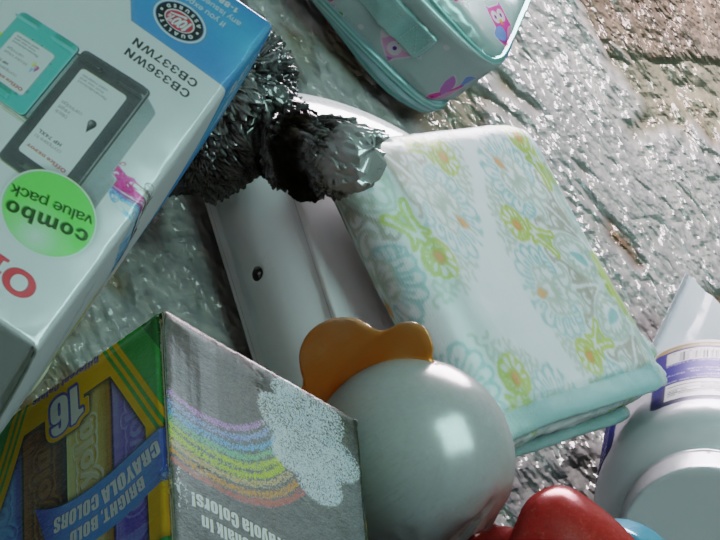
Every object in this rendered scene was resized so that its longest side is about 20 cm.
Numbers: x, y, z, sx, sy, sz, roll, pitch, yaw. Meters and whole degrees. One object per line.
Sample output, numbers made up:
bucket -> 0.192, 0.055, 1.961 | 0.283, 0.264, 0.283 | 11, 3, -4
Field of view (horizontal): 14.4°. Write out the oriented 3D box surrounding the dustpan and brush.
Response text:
dustpan and brush -> 0.237, 0.113, 1.734 | 0.200, 0.057, 0.140 | 44, 33, -6

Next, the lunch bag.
lunch bag -> 0.010, -0.198, 1.685 | 0.200, 0.077, 0.161 | 46, 33, -15

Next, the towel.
towel -> 0.069, 0.009, 1.462 | 0.171, 0.048, 0.200 | 60, 28, 11

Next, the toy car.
toy car -> 0.021, 0.119, 1.298 | 0.200, 0.177, 0.184 | 58, 21, 9

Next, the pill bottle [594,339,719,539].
pill bottle -> 0.187, 0.118, 1.536 | 0.120, 0.120, 0.200 | 51, 15, -6

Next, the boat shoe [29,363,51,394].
boat shoe -> -0.165, -0.030, 1.281 | 0.061, 0.072, 0.202 | 38, 37, -34

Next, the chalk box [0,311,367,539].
chalk box -> -0.077, 0.146, 1.187 | 0.124, 0.124, 0.200 | 32, 38, -35

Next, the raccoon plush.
raccoon plush -> -0.088, -0.099, 1.367 | 0.134, 0.200, 0.097 | 26, 73, -38

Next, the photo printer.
photo printer -> 0.000, 0.000, 1.484 | 0.166, 0.069, 0.200 | 15, 49, -48

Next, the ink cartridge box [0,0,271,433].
ink cartridge box -> -0.161, -0.040, 1.148 | 0.147, 0.146, 0.200 | 34, 52, -3
